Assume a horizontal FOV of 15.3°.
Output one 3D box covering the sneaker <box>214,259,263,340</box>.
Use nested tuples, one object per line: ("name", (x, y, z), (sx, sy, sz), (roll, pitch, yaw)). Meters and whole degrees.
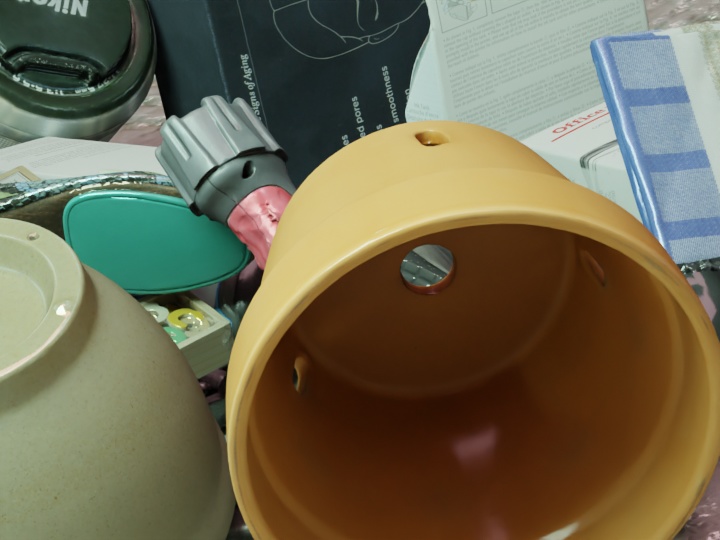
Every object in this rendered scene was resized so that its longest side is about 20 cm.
("sneaker", (0.000, 0.000, 1.422), (0.082, 0.074, 0.200), (21, 31, 31))

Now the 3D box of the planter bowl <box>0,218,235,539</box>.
("planter bowl", (-0.165, 0.064, 1.178), (0.199, 0.135, 0.201), (-7, 40, 6))

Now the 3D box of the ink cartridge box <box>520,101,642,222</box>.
("ink cartridge box", (0.169, -0.053, 1.488), (0.116, 0.068, 0.200), (-25, 23, -29))

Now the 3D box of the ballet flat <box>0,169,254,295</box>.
("ballet flat", (-0.149, -0.024, 1.349), (0.199, 0.075, 0.074), (-3, 20, 1))

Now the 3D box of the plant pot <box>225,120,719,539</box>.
("plant pot", (0.038, 0.030, 1.101), (0.199, 0.201, 0.140), (-13, 31, -2))

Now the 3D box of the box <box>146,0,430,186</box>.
("box", (-0.023, -0.149, 1.676), (0.196, 0.201, 0.124), (-20, 19, -23))

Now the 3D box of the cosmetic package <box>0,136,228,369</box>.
("cosmetic package", (-0.135, -0.011, 1.492), (0.199, 0.108, 0.085), (8, 19, 42))

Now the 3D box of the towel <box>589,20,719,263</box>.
("towel", (0.225, -0.068, 1.388), (0.199, 0.147, 0.024), (-7, -26, -19))

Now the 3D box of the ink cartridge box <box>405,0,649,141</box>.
("ink cartridge box", (0.094, -0.136, 1.567), (0.162, 0.201, 0.050), (-23, 21, -30))

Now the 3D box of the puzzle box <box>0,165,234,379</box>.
("puzzle box", (-0.175, 0.020, 1.370), (0.133, 0.026, 0.200), (-29, 42, -28))

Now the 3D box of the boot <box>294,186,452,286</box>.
("boot", (0.056, 0.017, 1.317), (0.131, 0.070, 0.200), (-2, 40, -48))

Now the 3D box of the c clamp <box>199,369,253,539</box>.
("c clamp", (-0.047, 0.080, 1.312), (0.170, 0.027, 0.200), (-20, 20, -23))

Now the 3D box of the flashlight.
("flashlight", (-0.028, 0.005, 1.254), (0.068, 0.068, 0.200), (-26, 66, -24))

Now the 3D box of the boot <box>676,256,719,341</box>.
("boot", (0.194, 0.046, 1.212), (0.199, 0.066, 0.165), (-1, 42, -14))

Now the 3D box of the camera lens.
("camera lens", (-0.231, -0.116, 1.667), (0.160, 0.160, 0.200), (-29, -9, -40))
